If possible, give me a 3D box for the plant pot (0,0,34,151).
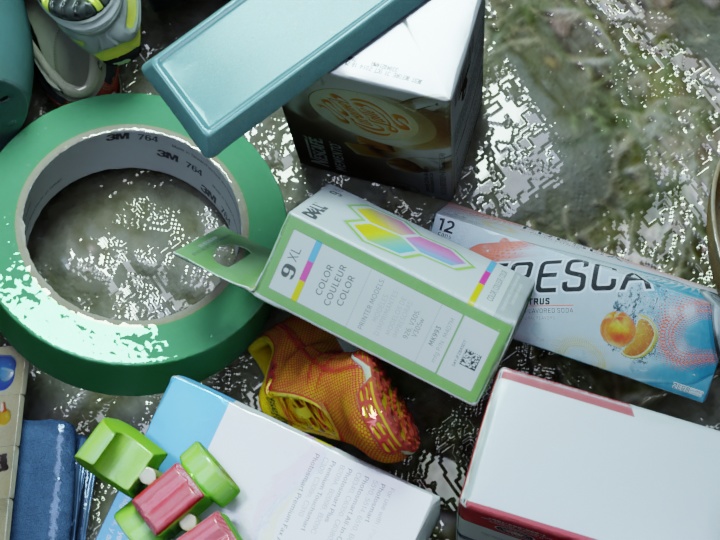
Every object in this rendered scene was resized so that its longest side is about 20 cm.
[{"bbox_3d":[-0.301,-0.146,1.055,0.200,0.201,0.162,-29,72,-4],"label":"plant pot"}]

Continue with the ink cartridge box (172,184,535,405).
[{"bbox_3d":[0.000,0.000,0.992,0.199,0.104,0.060,26,106,6],"label":"ink cartridge box"}]

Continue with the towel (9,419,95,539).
[{"bbox_3d":[-0.231,0.196,1.050,0.111,0.049,0.202,1,74,14],"label":"towel"}]

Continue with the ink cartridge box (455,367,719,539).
[{"bbox_3d":[0.134,0.136,0.972,0.143,0.200,0.084,16,74,7],"label":"ink cartridge box"}]

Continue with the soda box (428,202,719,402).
[{"bbox_3d":[0.134,0.018,1.058,0.199,0.068,0.064,18,101,7],"label":"soda box"}]

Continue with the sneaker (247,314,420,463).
[{"bbox_3d":[-0.018,0.080,1.010,0.077,0.200,0.073,-32,108,-7],"label":"sneaker"}]

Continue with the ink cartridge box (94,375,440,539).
[{"bbox_3d":[-0.043,0.169,1.009,0.199,0.129,0.126,25,80,9],"label":"ink cartridge box"}]

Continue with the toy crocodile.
[{"bbox_3d":[-0.079,0.160,0.916,0.067,0.062,0.200,-40,79,-4],"label":"toy crocodile"}]

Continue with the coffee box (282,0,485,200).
[{"bbox_3d":[0.015,-0.119,1.038,0.114,0.200,0.080,15,78,6],"label":"coffee box"}]

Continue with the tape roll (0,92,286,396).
[{"bbox_3d":[-0.148,-0.019,1.070,0.199,0.048,0.202,4,61,-8],"label":"tape roll"}]

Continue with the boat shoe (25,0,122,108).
[{"bbox_3d":[-0.218,-0.194,1.141,0.071,0.063,0.201,-23,75,-1],"label":"boat shoe"}]

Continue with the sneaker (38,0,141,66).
[{"bbox_3d":[-0.191,-0.212,1.094,0.075,0.077,0.201,-19,51,4],"label":"sneaker"}]

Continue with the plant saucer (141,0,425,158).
[{"bbox_3d":[-0.027,-0.149,0.935,0.199,0.019,0.070,-37,77,-6],"label":"plant saucer"}]

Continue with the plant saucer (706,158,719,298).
[{"bbox_3d":[0.282,0.006,1.036,0.199,0.035,0.201,18,55,-28],"label":"plant saucer"}]

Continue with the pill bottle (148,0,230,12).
[{"bbox_3d":[-0.061,-0.248,1.119,0.199,0.112,0.113,-20,76,-1],"label":"pill bottle"}]

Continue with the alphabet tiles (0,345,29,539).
[{"bbox_3d":[-0.288,0.120,1.063,0.166,0.008,0.202,-8,67,24],"label":"alphabet tiles"}]
